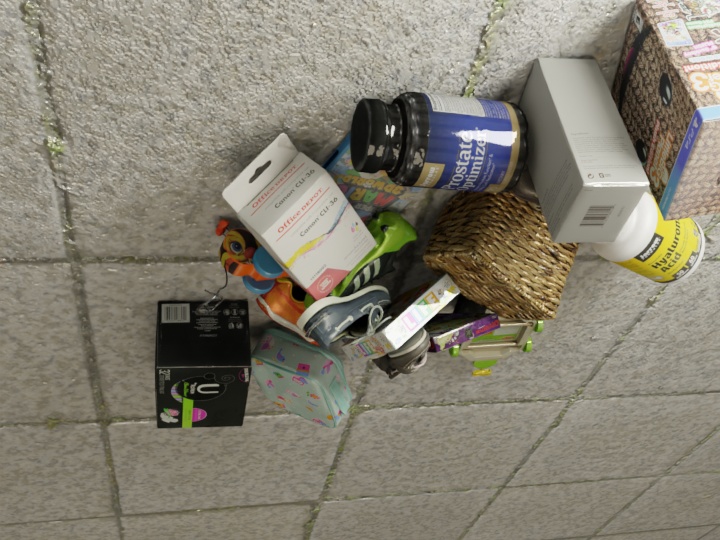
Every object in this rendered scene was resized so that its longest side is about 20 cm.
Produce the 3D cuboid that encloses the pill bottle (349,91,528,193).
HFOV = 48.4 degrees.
[{"bbox_3d":[0.092,-0.155,0.965,0.197,0.113,0.112,2,143,-17],"label":"pill bottle"}]

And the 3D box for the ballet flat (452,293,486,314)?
[{"bbox_3d":[0.194,0.022,1.301,0.066,0.057,0.201,15,133,-9],"label":"ballet flat"}]

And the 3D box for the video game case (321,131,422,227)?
[{"bbox_3d":[0.002,-0.108,1.087,0.142,0.018,0.200,16,137,-33],"label":"video game case"}]

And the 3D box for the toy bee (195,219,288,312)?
[{"bbox_3d":[-0.147,-0.028,1.104,0.131,0.110,0.199,-37,164,32],"label":"toy bee"}]

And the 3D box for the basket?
[{"bbox_3d":[0.202,-0.036,1.166,0.199,0.150,0.142,33,161,-29],"label":"basket"}]

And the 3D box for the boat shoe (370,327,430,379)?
[{"bbox_3d":[0.069,0.127,1.185,0.067,0.057,0.200,-41,-176,-17],"label":"boat shoe"}]

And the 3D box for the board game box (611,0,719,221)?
[{"bbox_3d":[0.376,-0.189,0.912,0.095,0.202,0.160,-9,144,-2],"label":"board game box"}]

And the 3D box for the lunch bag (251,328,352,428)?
[{"bbox_3d":[-0.095,0.186,1.366,0.158,0.078,0.201,15,151,19],"label":"lunch bag"}]

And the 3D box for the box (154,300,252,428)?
[{"bbox_3d":[-0.257,0.155,1.295,0.146,0.126,0.201,1,142,-13],"label":"box"}]

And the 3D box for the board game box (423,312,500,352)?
[{"bbox_3d":[0.119,0.097,1.270,0.119,0.033,0.200,-23,-174,-22],"label":"board game box"}]

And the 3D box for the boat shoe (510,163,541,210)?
[{"bbox_3d":[0.256,-0.108,1.068,0.198,0.075,0.073,-4,155,-42],"label":"boat shoe"}]

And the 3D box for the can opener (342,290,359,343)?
[{"bbox_3d":[-0.034,0.047,1.267,0.066,0.054,0.201,3,145,4],"label":"can opener"}]

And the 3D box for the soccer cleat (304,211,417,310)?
[{"bbox_3d":[0.000,0.000,1.143,0.200,0.068,0.081,-45,138,20],"label":"soccer cleat"}]

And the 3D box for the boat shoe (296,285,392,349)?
[{"bbox_3d":[-0.008,0.066,1.110,0.075,0.062,0.199,-48,161,23],"label":"boat shoe"}]

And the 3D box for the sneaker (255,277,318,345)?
[{"bbox_3d":[-0.081,0.063,1.260,0.077,0.073,0.200,-46,147,4],"label":"sneaker"}]

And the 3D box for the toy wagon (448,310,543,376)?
[{"bbox_3d":[0.237,0.127,1.452,0.153,0.040,0.201,-2,144,-10],"label":"toy wagon"}]

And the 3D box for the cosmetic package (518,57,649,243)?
[{"bbox_3d":[0.252,-0.144,0.943,0.084,0.202,0.108,-1,147,-9],"label":"cosmetic package"}]

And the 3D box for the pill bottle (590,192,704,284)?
[{"bbox_3d":[0.406,-0.057,1.177,0.198,0.112,0.111,19,136,-34],"label":"pill bottle"}]

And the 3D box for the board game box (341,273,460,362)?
[{"bbox_3d":[0.056,0.076,1.208,0.134,0.034,0.200,-40,-177,-22],"label":"board game box"}]

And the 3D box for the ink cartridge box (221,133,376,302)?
[{"bbox_3d":[-0.074,-0.063,1.017,0.117,0.067,0.200,-46,138,-7],"label":"ink cartridge box"}]
